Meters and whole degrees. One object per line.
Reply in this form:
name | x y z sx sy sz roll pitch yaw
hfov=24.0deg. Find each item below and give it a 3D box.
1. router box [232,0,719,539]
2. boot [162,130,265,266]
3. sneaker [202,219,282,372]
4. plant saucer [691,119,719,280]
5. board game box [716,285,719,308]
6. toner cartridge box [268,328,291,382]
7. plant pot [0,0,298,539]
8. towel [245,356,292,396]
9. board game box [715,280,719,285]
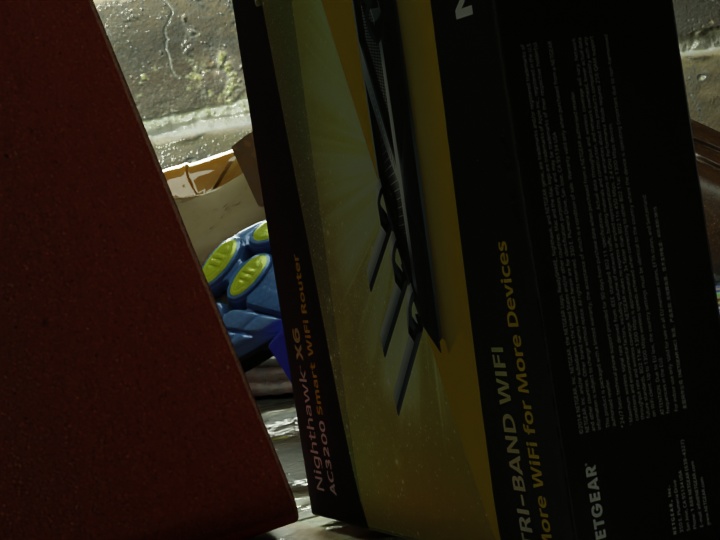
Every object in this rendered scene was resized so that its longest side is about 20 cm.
router box | 0.024 -0.029 0.455 0.052 0.201 0.157 -10 2 -24
boot | -0.054 -0.030 0.918 0.201 0.071 0.144 -27 -12 35
sneaker | 0.000 0.000 0.827 0.199 0.083 0.071 -33 43 -20
plant saucer | 0.155 -0.038 0.768 0.199 0.035 0.200 22 18 -7
board game box | 0.092 0.034 0.646 0.135 0.035 0.200 -12 3 -36
toner cartridge box | 0.060 0.008 0.797 0.199 0.043 0.095 -13 -26 -44
plant pot | -0.152 0.012 0.548 0.176 0.201 0.200 -23 6 -12
towel | 0.004 0.037 0.947 0.199 0.032 0.191 -6 4 43
board game box | 0.221 -0.019 0.994 0.199 0.065 0.147 -7 4 35
